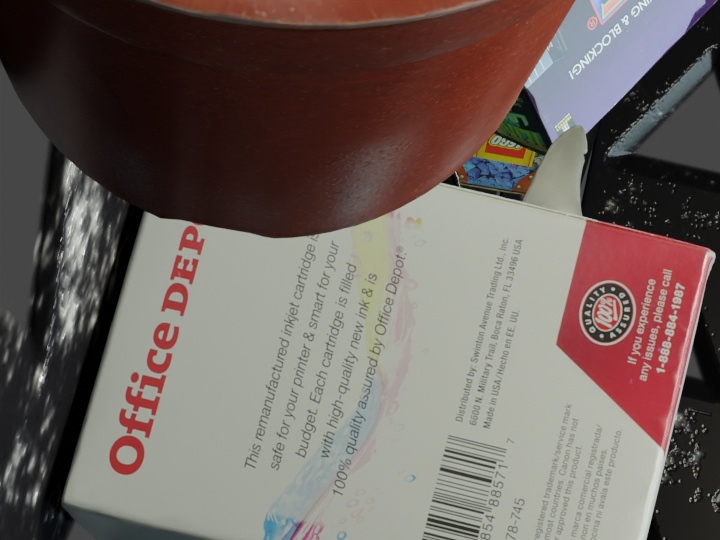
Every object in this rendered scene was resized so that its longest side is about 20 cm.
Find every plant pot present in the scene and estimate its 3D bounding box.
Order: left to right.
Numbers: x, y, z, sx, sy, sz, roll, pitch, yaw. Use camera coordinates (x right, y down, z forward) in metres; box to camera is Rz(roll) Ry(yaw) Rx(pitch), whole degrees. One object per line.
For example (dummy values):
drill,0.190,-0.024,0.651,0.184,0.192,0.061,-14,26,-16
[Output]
plant pot,-0.018,-0.109,0.588,0.195,0.201,0.201,103,3,-71

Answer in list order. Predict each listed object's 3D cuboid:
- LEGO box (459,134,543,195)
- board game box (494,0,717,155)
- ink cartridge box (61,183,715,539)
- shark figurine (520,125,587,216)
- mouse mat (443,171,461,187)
LEGO box,0.091,-0.164,1.383,0.149,0.077,0.200,102,-3,-47
board game box,0.112,-0.179,1.197,0.200,0.057,0.165,-46,130,-17
ink cartridge box,0.012,0.052,0.936,0.145,0.200,0.145,79,26,-76
shark figurine,-0.006,0.001,1.079,0.128,0.214,0.090,28,32,-53
mouse mat,0.033,0.011,1.249,0.200,0.008,0.161,145,-67,-78
